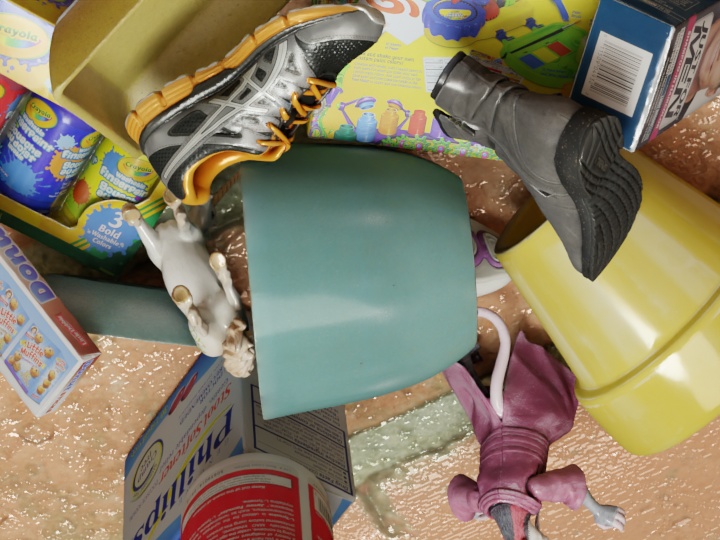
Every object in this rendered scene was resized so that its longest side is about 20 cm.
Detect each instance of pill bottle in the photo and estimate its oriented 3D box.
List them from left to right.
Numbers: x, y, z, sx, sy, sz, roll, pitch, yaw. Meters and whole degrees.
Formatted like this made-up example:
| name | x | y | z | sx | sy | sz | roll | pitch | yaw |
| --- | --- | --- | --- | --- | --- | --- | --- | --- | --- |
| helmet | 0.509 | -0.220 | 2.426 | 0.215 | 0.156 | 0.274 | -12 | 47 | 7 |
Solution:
| name | x | y | z | sx | sy | sz | roll | pitch | yaw |
| --- | --- | --- | --- | --- | --- | --- | --- | --- | --- |
| pill bottle | -0.070 | 0.227 | 1.556 | 0.112 | 0.200 | 0.113 | -2 | 121 | -3 |

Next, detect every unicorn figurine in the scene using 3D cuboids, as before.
| name | x | y | z | sx | sy | sz | roll | pitch | yaw |
| --- | --- | --- | --- | --- | --- | --- | --- | --- | --- |
| unicorn figurine | -0.120 | -0.007 | 1.611 | 0.073 | 0.201 | 0.137 | -15 | 154 | 5 |

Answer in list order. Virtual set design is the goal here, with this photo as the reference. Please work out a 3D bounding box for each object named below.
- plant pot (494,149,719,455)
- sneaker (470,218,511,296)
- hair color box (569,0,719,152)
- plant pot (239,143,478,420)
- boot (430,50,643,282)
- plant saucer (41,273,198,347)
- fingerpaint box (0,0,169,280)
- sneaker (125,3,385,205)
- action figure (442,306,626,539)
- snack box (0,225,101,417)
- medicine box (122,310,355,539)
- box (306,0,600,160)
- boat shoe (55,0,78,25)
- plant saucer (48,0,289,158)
| name | x | y | z | sx | sy | sz | roll | pitch | yaw |
| --- | --- | --- | --- | --- | --- | --- | --- | --- | --- |
| plant pot | 0.211 | 0.006 | 1.697 | 0.189 | 0.201 | 0.201 | 43 | 110 | -8 |
| sneaker | 0.025 | 0.009 | 1.755 | 0.199 | 0.075 | 0.100 | -6 | 140 | -1 |
| hair color box | 0.224 | -0.165 | 1.581 | 0.060 | 0.200 | 0.100 | 28 | 122 | 20 |
| plant pot | 0.000 | 0.000 | 1.606 | 0.160 | 0.201 | 0.201 | -6 | 121 | -2 |
| boot | 0.122 | -0.078 | 1.548 | 0.131 | 0.070 | 0.200 | 27 | 157 | 24 |
| plant saucer | -0.183 | 0.028 | 1.688 | 0.200 | 0.201 | 0.039 | 8 | 89 | -9 |
| fingerpaint box | -0.225 | -0.111 | 1.649 | 0.199 | 0.073 | 0.167 | 28 | 115 | -20 |
| sneaker | -0.063 | -0.116 | 1.511 | 0.199 | 0.078 | 0.078 | -30 | 75 | 22 |
| action figure | 0.126 | 0.140 | 1.750 | 0.133 | 0.201 | 0.149 | -12 | 136 | 17 |
| snack box | -0.269 | 0.007 | 1.599 | 0.200 | 0.024 | 0.072 | 50 | 125 | 11 |
| medicine box | -0.100 | 0.165 | 1.751 | 0.103 | 0.200 | 0.182 | 28 | 115 | -20 |
| box | 0.071 | -0.194 | 1.594 | 0.199 | 0.122 | 0.193 | 7 | 120 | -8 |
| boat shoe | -0.152 | -0.233 | 1.565 | 0.072 | 0.070 | 0.201 | 45 | 85 | 2 |
| plant saucer | -0.126 | -0.182 | 1.516 | 0.048 | 0.200 | 0.200 | 43 | 91 | 13 |
